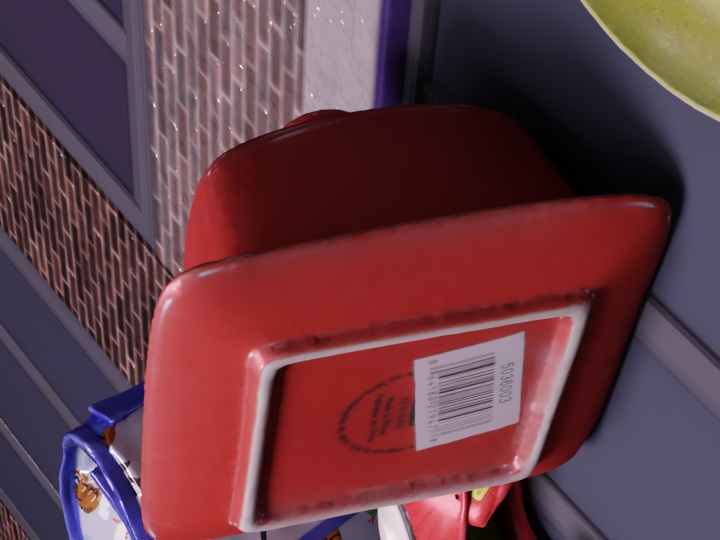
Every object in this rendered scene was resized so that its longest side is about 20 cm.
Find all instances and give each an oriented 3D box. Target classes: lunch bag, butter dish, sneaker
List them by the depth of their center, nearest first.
[{"bbox_3d":[0.000,0.000,0.792,0.201,0.197,0.149,100,157,-53],"label":"butter dish"},{"bbox_3d":[0.040,0.078,0.911,0.084,0.077,0.201,5,129,48],"label":"sneaker"},{"bbox_3d":[-0.055,0.116,0.998,0.123,0.169,0.201,32,143,41],"label":"lunch bag"}]

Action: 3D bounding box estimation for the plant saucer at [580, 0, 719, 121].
[{"bbox_3d":[0.108,-0.135,0.576,0.200,0.031,0.201,44,152,31],"label":"plant saucer"}]
